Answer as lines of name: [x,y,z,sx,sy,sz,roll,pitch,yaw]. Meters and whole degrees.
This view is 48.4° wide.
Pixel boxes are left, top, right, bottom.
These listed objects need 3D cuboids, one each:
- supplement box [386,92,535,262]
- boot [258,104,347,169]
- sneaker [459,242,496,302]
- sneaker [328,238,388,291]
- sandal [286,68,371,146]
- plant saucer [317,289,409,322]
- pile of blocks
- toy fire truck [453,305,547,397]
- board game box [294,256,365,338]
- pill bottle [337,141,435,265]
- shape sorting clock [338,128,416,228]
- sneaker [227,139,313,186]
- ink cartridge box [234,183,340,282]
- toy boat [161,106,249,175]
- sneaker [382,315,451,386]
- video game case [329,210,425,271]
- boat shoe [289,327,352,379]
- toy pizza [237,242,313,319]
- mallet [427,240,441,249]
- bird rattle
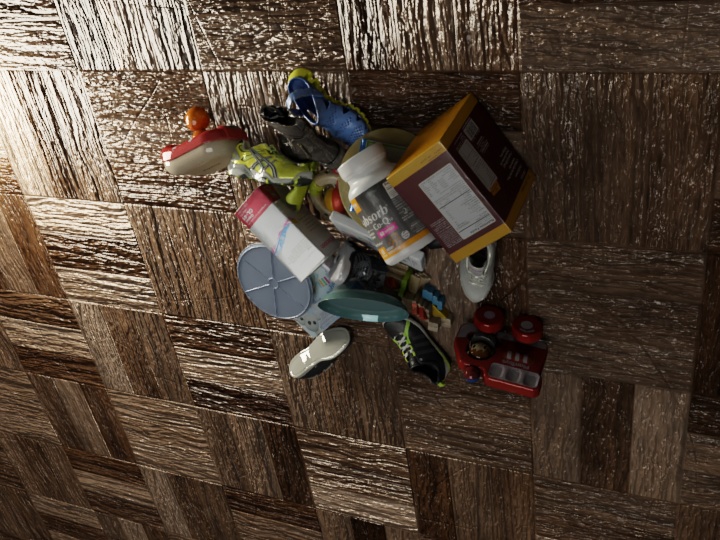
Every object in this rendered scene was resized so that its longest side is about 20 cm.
supplement box: [0.184,-0.165,1.427,0.132,0.198,0.200,-30,107,39]
boot: [-0.130,-0.266,1.521,0.198,0.070,0.173,19,172,43]
sneaker: [0.227,-0.009,1.590,0.074,0.100,0.202,12,130,15]
sneaker: [0.000,0.000,1.662,0.113,0.200,0.076,31,105,-6]
sandal: [-0.069,-0.297,1.535,0.199,0.087,0.080,34,130,-2]
plant saucer: [0.007,0.074,1.708,0.196,0.028,0.200,6,163,2]
pile of blocks: [0.124,0.058,1.717,0.199,0.062,0.082,40,132,-6]
toy fire truck: [0.286,0.175,1.650,0.197,0.169,0.114,13,129,17]
board game box: [-0.117,0.035,1.835,0.199,0.044,0.200,44,132,-8]
pill bottle: [0.048,-0.121,1.450,0.116,0.116,0.202,-31,92,40]
shape sorting clock: [0.055,-0.169,1.527,0.196,0.039,0.204,0,90,-2]
sneaker: [-0.179,-0.210,1.575,0.197,0.075,0.078,14,97,26]
ink cartridge box: [-0.148,-0.086,1.666,0.086,0.148,0.200,-42,91,17]
toy boat: [-0.334,-0.278,1.681,0.198,0.130,0.133,-17,85,35]
sneaker: [0.126,0.179,1.793,0.199,0.083,0.072,41,132,-6]
video game case: [0.039,-0.057,1.621,0.198,0.024,0.182,26,177,8]
boat shoe: [-0.087,0.204,1.936,0.199,0.075,0.060,-40,144,25]
toy pizza: [-0.191,0.021,1.816,0.197,0.032,0.203,15,128,20]
mallet: [0.125,-0.131,1.596,0.065,0.041,0.202,-22,108,33]
bird rattle: [-0.044,-0.170,1.633,0.197,0.114,0.164,-8,136,20]
